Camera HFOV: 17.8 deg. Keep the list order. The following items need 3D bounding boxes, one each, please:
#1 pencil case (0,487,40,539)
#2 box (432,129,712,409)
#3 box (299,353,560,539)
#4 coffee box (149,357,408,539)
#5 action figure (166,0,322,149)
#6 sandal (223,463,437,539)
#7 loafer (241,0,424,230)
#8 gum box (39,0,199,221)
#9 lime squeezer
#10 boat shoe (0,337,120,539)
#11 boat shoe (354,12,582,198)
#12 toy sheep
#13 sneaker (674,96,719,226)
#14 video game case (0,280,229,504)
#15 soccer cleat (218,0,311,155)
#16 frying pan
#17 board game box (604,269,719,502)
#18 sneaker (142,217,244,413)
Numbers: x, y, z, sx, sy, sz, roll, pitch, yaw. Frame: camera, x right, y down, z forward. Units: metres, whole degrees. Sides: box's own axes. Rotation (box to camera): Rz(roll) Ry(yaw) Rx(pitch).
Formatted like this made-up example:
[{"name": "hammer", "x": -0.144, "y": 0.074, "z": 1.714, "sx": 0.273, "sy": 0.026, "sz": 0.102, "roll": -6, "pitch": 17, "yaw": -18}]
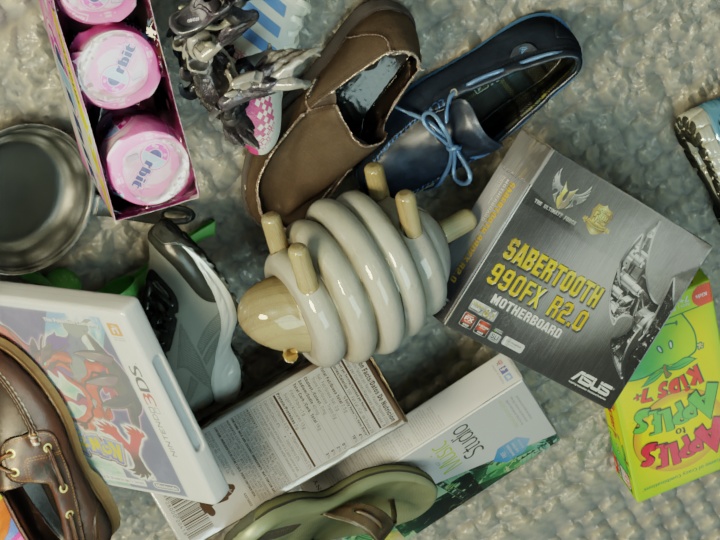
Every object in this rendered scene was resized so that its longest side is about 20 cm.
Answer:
[{"name": "pencil case", "x": -0.316, "y": 0.140, "z": 1.743, "sx": 0.088, "sy": 0.088, "sz": 0.200, "roll": -32, "pitch": 125, "yaw": 0}, {"name": "box", "x": 0.162, "y": 0.003, "z": 1.793, "sx": 0.200, "sy": 0.048, "sz": 0.158, "roll": 28, "pitch": 97, "yaw": -38}, {"name": "box", "x": 0.061, "y": 0.158, "z": 1.890, "sx": 0.200, "sy": 0.036, "sz": 0.144, "roll": -32, "pitch": 150, "yaw": 3}, {"name": "coffee box", "x": -0.069, "y": 0.132, "z": 1.800, "sx": 0.200, "sy": 0.114, "sz": 0.080, "roll": -30, "pitch": 92, "yaw": -2}, {"name": "action figure", "x": -0.082, "y": -0.159, "z": 1.546, "sx": 0.102, "sy": 0.119, "sz": 0.200, "roll": -25, "pitch": 158, "yaw": -5}, {"name": "sandal", "x": -0.019, "y": 0.204, "z": 1.789, "sx": 0.201, "sy": 0.057, "sz": 0.080, "roll": -11, "pitch": 145, "yaw": -41}, {"name": "loafer", "x": -0.022, "y": -0.108, "z": 1.708, "sx": 0.073, "sy": 0.071, "sz": 0.200, "roll": 21, "pitch": 111, "yaw": -30}, {"name": "gum box", "x": -0.175, "y": -0.150, "z": 1.588, "sx": 0.066, "sy": 0.114, "sz": 0.200, "roll": -18, "pitch": 117, "yaw": -10}, {"name": "lime squeezer", "x": -0.206, "y": 0.000, "z": 1.726, "sx": 0.200, "sy": 0.038, "sz": 0.071, "roll": -1, "pitch": 120, "yaw": -19}, {"name": "boat shoe", "x": -0.245, "y": 0.143, "z": 1.705, "sx": 0.070, "sy": 0.070, "sz": 0.200, "roll": -50, "pitch": 121, "yaw": -41}, {"name": "boat shoe", "x": 0.079, "y": -0.121, "z": 1.739, "sx": 0.200, "sy": 0.069, "sz": 0.084, "roll": -44, "pitch": 125, "yaw": 8}, {"name": "toy sheep", "x": 0.000, "y": 0.000, "z": 1.702, "sx": 0.200, "sy": 0.138, "sz": 0.138, "roll": -24, "pitch": 125, "yaw": -13}, {"name": "sneaker", "x": 0.334, "y": -0.066, "z": 1.865, "sx": 0.090, "sy": 0.078, "sz": 0.200, "roll": -34, "pitch": 126, "yaw": -3}, {"name": "video game case", "x": -0.206, "y": 0.088, "z": 1.691, "sx": 0.023, "sy": 0.200, "sz": 0.182, "roll": -48, "pitch": 129, "yaw": -36}, {"name": "soccer cleat", "x": -0.067, "y": -0.175, "z": 1.649, "sx": 0.086, "sy": 0.070, "sz": 0.200, "roll": -13, "pitch": 123, "yaw": -3}, {"name": "frying pan", "x": -0.216, "y": -0.065, "z": 1.686, "sx": 0.190, "sy": 0.031, "sz": 0.115, "roll": -20, "pitch": 119, "yaw": -27}, {"name": "board game box", "x": 0.257, "y": 0.093, "z": 1.949, "sx": 0.102, "sy": 0.048, "sz": 0.200, "roll": -21, "pitch": 125, "yaw": -8}, {"name": "sneaker", "x": -0.138, "y": 0.044, "z": 1.728, "sx": 0.079, "sy": 0.074, "sz": 0.200, "roll": -28, "pitch": 141, "yaw": -21}]
